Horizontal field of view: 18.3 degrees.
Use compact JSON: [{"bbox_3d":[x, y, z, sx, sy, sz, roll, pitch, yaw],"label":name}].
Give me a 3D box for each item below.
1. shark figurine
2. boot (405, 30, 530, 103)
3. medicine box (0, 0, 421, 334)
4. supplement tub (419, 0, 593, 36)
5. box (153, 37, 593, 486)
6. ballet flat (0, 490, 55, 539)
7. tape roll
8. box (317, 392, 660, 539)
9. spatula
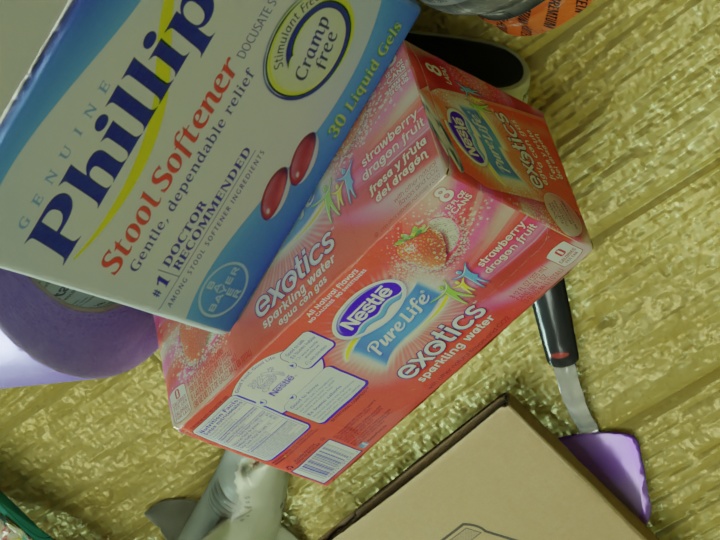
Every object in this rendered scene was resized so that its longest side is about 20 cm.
[{"bbox_3d":[-0.117,0.172,1.297,0.089,0.214,0.128,37,167,39],"label":"shark figurine"},{"bbox_3d":[-0.022,-0.059,1.146,0.199,0.073,0.145,14,125,4],"label":"boot"},{"bbox_3d":[-0.100,-0.088,0.978,0.103,0.200,0.183,37,100,34],"label":"medicine box"},{"bbox_3d":[0.027,-0.195,0.987,0.122,0.123,0.200,-32,130,30],"label":"supplement tub"},{"bbox_3d":[0.000,0.000,1.072,0.102,0.095,0.200,23,126,-36],"label":"box"},{"bbox_3d":[-0.195,0.184,1.332,0.200,0.076,0.064,39,83,-1],"label":"ballet flat"},{"bbox_3d":[-0.169,-0.043,1.111,0.085,0.200,0.201,-7,119,32],"label":"tape roll"},{"bbox_3d":[0.091,0.182,1.248,0.200,0.021,0.163,44,114,-14],"label":"box"},{"bbox_3d":[0.114,0.060,1.206,0.056,0.021,0.201,-6,118,19],"label":"spatula"}]
